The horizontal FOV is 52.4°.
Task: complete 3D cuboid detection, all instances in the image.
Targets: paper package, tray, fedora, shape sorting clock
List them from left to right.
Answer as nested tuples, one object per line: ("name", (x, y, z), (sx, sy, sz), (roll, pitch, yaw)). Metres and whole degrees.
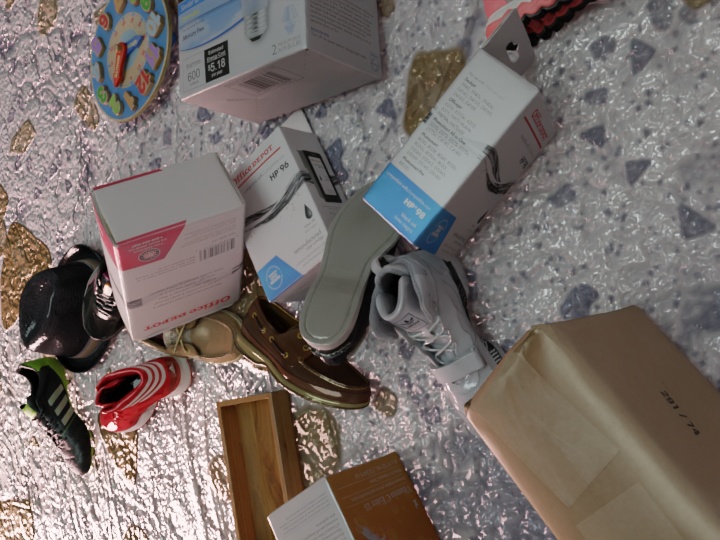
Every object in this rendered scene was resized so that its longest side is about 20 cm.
("fedora", (-0.454, 0.059, 1.102), (0.199, 0.091, 0.204), (0, 90, 37))
("shape sorting clock", (-0.332, -0.314, 1.042), (0.198, 0.039, 0.203), (0, 90, 37))
("tray", (-0.115, 0.252, 0.883), (0.098, 0.037, 0.203), (-16, 82, 36))
("paper package", (0.207, 0.134, 0.539), (0.201, 0.189, 0.104), (52, 123, 25))

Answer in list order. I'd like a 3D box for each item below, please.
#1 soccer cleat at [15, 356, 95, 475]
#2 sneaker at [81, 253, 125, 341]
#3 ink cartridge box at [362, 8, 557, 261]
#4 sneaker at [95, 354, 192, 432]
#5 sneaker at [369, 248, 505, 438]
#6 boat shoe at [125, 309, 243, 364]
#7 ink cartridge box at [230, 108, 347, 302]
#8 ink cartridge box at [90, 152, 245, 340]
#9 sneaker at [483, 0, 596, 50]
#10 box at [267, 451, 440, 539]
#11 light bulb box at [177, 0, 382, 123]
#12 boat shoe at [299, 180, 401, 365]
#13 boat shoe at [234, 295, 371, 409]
("soccer cleat", (-0.472, 0.226, 1.125), (0.067, 0.081, 0.201), (-42, 67, 29))
("sneaker", (-0.338, 0.013, 1.000), (0.080, 0.086, 0.202), (24, 109, -6))
("ink cartridge box", (0.104, -0.111, 0.644), (0.067, 0.116, 0.201), (43, 100, 21))
("sneaker", (-0.329, 0.170, 0.994), (0.200, 0.115, 0.079), (-40, 68, 30))
("sneaker", (0.072, 0.069, 0.689), (0.075, 0.114, 0.202), (-31, 72, 33))
("boat shoe", (-0.228, 0.084, 0.947), (0.198, 0.066, 0.075), (2, 92, 37))
("ink cartridge box", (-0.085, -0.079, 0.837), (0.116, 0.067, 0.202), (-37, 69, 31))
("ink cartridge box", (-0.215, -0.022, 0.837), (0.083, 0.145, 0.201), (57, 154, 24))
("sneaker", (0.185, -0.273, 0.627), (0.199, 0.073, 0.088), (-21, 76, 35))
("box", (0.016, 0.303, 0.727), (0.097, 0.124, 0.201), (-40, 68, 30))
("light bulb box", (-0.093, -0.292, 0.800), (0.197, 0.124, 0.203), (-10, 81, 37))
("boat shoe", (0.000, 0.000, 0.734), (0.073, 0.061, 0.202), (10, 61, 19))
("boat shoe", (-0.066, 0.090, 0.821), (0.199, 0.072, 0.068), (27, 108, 37))
